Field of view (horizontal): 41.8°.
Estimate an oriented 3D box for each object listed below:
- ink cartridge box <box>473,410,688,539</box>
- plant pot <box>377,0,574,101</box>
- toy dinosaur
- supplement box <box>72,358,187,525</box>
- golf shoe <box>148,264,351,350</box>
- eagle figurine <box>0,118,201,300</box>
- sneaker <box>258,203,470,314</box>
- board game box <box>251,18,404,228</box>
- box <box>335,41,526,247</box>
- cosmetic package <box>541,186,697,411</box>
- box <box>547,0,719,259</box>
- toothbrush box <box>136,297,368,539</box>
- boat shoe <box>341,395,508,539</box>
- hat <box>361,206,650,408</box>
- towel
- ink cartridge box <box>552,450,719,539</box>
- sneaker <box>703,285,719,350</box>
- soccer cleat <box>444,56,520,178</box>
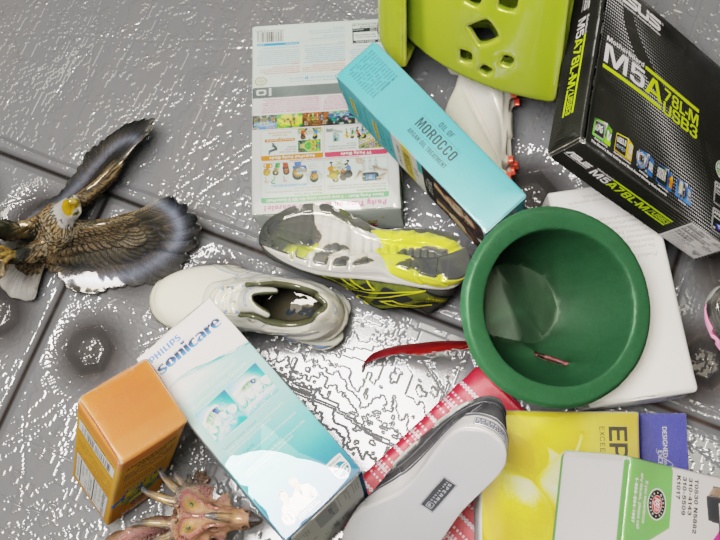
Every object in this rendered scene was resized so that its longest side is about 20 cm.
[{"bbox_3d":[0.198,0.223,0.823,0.197,0.047,0.200,0,81,1],"label":"ink cartridge box"},{"bbox_3d":[0.116,-0.302,0.881,0.179,0.200,0.201,9,46,13],"label":"plant pot"},{"bbox_3d":[-0.182,0.239,0.817,0.199,0.136,0.086,-35,76,-5],"label":"toy dinosaur"},{"bbox_3d":[-0.201,0.152,0.806,0.066,0.200,0.069,-32,78,-29],"label":"supplement box"},{"bbox_3d":[-0.110,0.026,0.888,0.197,0.097,0.079,3,77,6],"label":"golf shoe"},{"bbox_3d":[-0.274,-0.051,0.921,0.199,0.150,0.153,-21,117,-31],"label":"eagle figurine"},{"bbox_3d":[0.000,0.000,0.884,0.198,0.085,0.075,13,51,2],"label":"sneaker"},{"bbox_3d":[-0.032,-0.144,0.944,0.146,0.064,0.202,-2,74,5],"label":"board game box"},{"bbox_3d":[0.064,-0.108,0.849,0.049,0.082,0.200,-41,74,-3],"label":"box"},{"bbox_3d":[0.235,0.024,0.876,0.100,0.074,0.202,-7,77,2],"label":"cosmetic package"},{"bbox_3d":[0.265,-0.139,0.856,0.199,0.047,0.195,30,62,-24],"label":"box"},{"bbox_3d":[-0.089,0.142,0.820,0.085,0.147,0.200,-41,70,-13],"label":"toothbrush box"},{"bbox_3d":[0.056,0.182,0.813,0.071,0.068,0.201,35,118,-3],"label":"boat shoe"},{"bbox_3d":[0.132,0.034,0.859,0.198,0.176,0.168,14,83,-14],"label":"hat"},{"bbox_3d":[0.090,0.203,0.865,0.200,0.023,0.145,-43,76,-7],"label":"towel"},{"bbox_3d":[0.255,0.236,0.763,0.198,0.084,0.147,16,75,-27],"label":"ink cartridge box"},{"bbox_3d":[0.400,0.076,0.838,0.200,0.095,0.079,40,83,14],"label":"sneaker"},{"bbox_3d":[0.116,-0.121,0.930,0.077,0.069,0.202,-1,73,18],"label":"soccer cleat"}]
